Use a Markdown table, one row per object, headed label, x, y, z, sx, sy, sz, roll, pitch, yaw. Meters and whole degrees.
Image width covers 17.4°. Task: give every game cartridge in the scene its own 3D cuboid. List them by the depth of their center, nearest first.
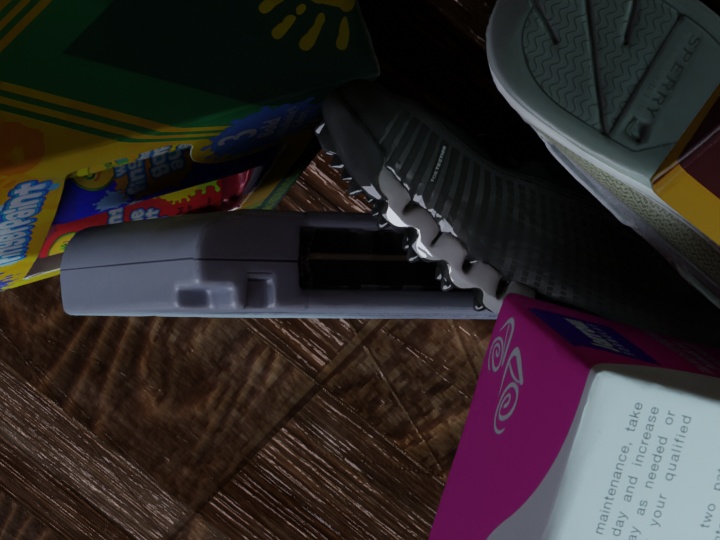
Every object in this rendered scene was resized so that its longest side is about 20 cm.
| label | x | y | z | sx | sy | sz | roll | pitch | yaw |
| --- | --- | --- | --- | --- | --- | --- | --- | --- | --- |
| game cartridge | 0.000 | 0.000 | 0.850 | 0.199 | 0.041 | 0.133 | 1 | 174 | -31 |

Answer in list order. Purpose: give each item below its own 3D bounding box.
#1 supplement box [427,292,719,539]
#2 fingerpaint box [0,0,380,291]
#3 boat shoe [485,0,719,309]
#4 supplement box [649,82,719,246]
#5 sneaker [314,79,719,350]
| label | x | y | z | sx | sy | sz | roll | pitch | yaw |
| --- | --- | --- | --- | --- | --- | --- | --- | --- | --- |
| supplement box | 0.131 | 0.088 | 0.707 | 0.198 | 0.104 | 0.101 | 14 | -171 | -15 |
| fingerpaint box | -0.100 | -0.053 | 0.866 | 0.200 | 0.166 | 0.074 | 137 | 116 | -71 |
| boat shoe | 0.123 | -0.020 | 0.699 | 0.201 | 0.075 | 0.065 | 34 | 174 | 4 |
| supplement box | 0.195 | -0.031 | 0.435 | 0.197 | 0.133 | 0.200 | 38 | 162 | 0 |
| sneaker | 0.079 | -0.016 | 0.762 | 0.199 | 0.091 | 0.067 | 36 | -171 | -16 |
